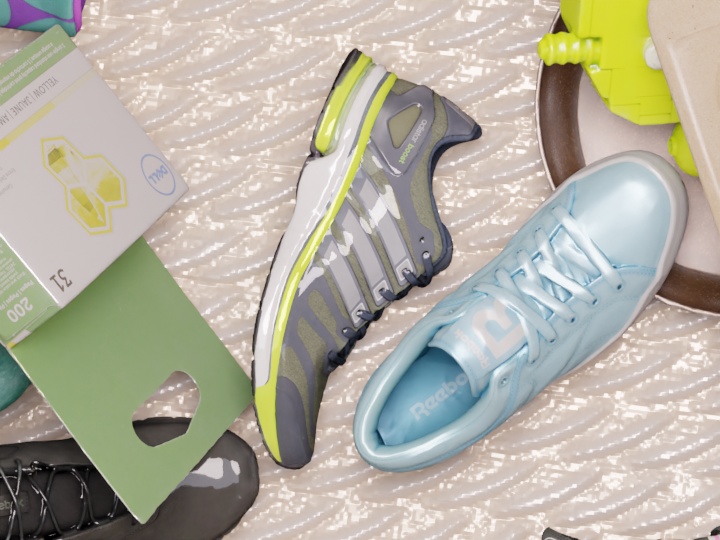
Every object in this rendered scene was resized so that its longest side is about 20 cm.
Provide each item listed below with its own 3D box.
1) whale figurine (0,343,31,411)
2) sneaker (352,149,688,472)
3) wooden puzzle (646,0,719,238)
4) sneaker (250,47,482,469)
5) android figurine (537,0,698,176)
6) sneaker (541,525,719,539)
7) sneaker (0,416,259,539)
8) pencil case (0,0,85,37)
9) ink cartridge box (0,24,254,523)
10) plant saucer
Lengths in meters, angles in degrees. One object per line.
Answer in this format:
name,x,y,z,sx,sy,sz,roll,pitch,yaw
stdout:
whale figurine,-0.226,0.048,1.371,0.200,0.159,0.104,-46,127,9
sneaker,0.074,0.027,1.333,0.074,0.082,0.200,43,106,5
wooden puzzle,0.237,-0.056,1.228,0.184,0.046,0.201,-19,87,21
sneaker,0.000,0.000,1.368,0.080,0.074,0.201,17,91,3
android figurine,0.175,-0.127,1.294,0.198,0.041,0.183,-3,120,-15
sneaker,0.179,0.147,1.348,0.199,0.080,0.087,17,84,-6
sneaker,-0.147,0.113,1.368,0.198,0.091,0.077,-10,85,4
pencil case,-0.220,-0.172,1.388,0.198,0.085,0.093,9,107,5
ink cartridge box,-0.121,-0.002,1.325,0.048,0.146,0.200,-37,96,32
plant saucer,0.183,-0.077,1.370,0.199,0.032,0.202,0,88,7
